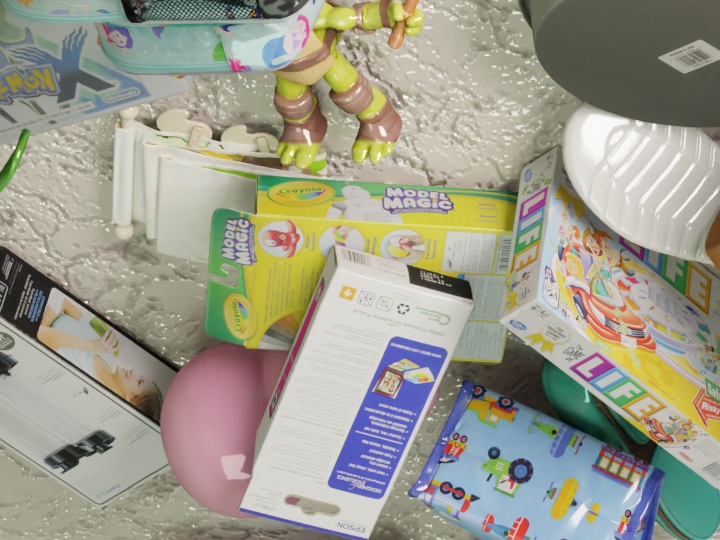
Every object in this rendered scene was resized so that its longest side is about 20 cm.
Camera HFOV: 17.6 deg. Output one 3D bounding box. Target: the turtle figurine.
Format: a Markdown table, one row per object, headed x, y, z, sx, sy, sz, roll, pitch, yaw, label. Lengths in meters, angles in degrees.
| x | y | z | sx | sy | sz | roll | pitch | yaw | label |
| --- | --- | --- | --- | --- | --- | --- | --- | --- | --- |
| -0.045 | -0.130 | 1.402 | 0.200 | 0.065 | 0.161 | -12 | 141 | 12 | turtle figurine |

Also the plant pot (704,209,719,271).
| x | y | z | sx | sy | sz | roll | pitch | yaw | label |
| --- | --- | --- | --- | --- | --- | --- | --- | --- | --- |
| 0.296 | -0.025 | 1.361 | 0.140 | 0.200 | 0.200 | 35 | 135 | -1 | plant pot |

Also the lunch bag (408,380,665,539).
| x | y | z | sx | sy | sz | roll | pitch | yaw | label |
| --- | --- | --- | --- | --- | --- | --- | --- | --- | --- |
| 0.129 | 0.171 | 1.637 | 0.150 | 0.094 | 0.200 | 25 | 167 | 15 | lunch bag |

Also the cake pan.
| x | y | z | sx | sy | sz | roll | pitch | yaw | label |
| --- | --- | --- | --- | --- | --- | --- | --- | --- | --- |
| 0.186 | -0.138 | 1.319 | 0.200 | 0.037 | 0.200 | 7 | 156 | 3 | cake pan |

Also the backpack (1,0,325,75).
| x | y | z | sx | sy | sz | roll | pitch | yaw | label |
| --- | --- | --- | --- | --- | --- | --- | --- | --- | --- |
| -0.105 | -0.198 | 1.263 | 0.199 | 0.178 | 0.151 | 3 | 132 | 15 | backpack |

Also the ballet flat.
| x | y | z | sx | sy | sz | roll | pitch | yaw | label |
| --- | --- | --- | --- | --- | --- | --- | --- | --- | --- |
| 0.186 | 0.116 | 1.624 | 0.070 | 0.067 | 0.200 | 5 | 143 | 44 | ballet flat |

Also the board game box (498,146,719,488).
| x | y | z | sx | sy | sz | roll | pitch | yaw | label |
| --- | --- | --- | --- | --- | --- | --- | --- | --- | --- |
| 0.175 | 0.030 | 1.472 | 0.200 | 0.135 | 0.034 | 37 | 132 | -25 | board game box |

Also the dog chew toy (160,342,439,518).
| x | y | z | sx | sy | sz | roll | pitch | yaw | label |
| --- | --- | --- | --- | --- | --- | --- | --- | --- | --- |
| -0.036 | 0.092 | 1.600 | 0.200 | 0.125 | 0.125 | -23 | 129 | 15 | dog chew toy |

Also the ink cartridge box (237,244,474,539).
| x | y | z | sx | sy | sz | roll | pitch | yaw | label |
| --- | --- | --- | --- | --- | --- | --- | --- | --- | --- |
| -0.006 | 0.083 | 1.512 | 0.094 | 0.037 | 0.200 | 15 | 117 | -14 | ink cartridge box |

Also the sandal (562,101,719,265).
| x | y | z | sx | sy | sz | roll | pitch | yaw | label |
| --- | --- | --- | --- | --- | --- | --- | --- | --- | --- |
| 0.207 | -0.043 | 1.446 | 0.202 | 0.083 | 0.050 | 26 | 178 | -17 | sandal |

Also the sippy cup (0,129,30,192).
| x | y | z | sx | sy | sz | roll | pitch | yaw | label |
| --- | --- | --- | --- | --- | --- | --- | --- | --- | --- |
| -0.291 | -0.115 | 1.402 | 0.178 | 0.140 | 0.130 | 7 | 136 | -44 | sippy cup |

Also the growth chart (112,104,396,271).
| x | y | z | sx | sy | sz | roll | pitch | yaw | label |
| --- | --- | --- | --- | --- | --- | --- | --- | --- | --- |
| -0.073 | -0.043 | 1.535 | 0.200 | 0.018 | 0.145 | 16 | 137 | -5 | growth chart |

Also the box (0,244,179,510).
| x | y | z | sx | sy | sz | roll | pitch | yaw | label |
| --- | --- | --- | --- | --- | --- | --- | --- | --- | --- |
| -0.221 | 0.080 | 1.666 | 0.200 | 0.060 | 0.117 | 37 | 132 | -24 | box |

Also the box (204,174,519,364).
| x | y | z | sx | sy | sz | roll | pitch | yaw | label |
| --- | --- | --- | --- | --- | --- | --- | --- | --- | --- |
| 0.000 | 0.000 | 1.513 | 0.199 | 0.048 | 0.118 | 3 | 129 | -6 | box |

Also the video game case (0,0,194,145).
| x | y | z | sx | sy | sz | roll | pitch | yaw | label |
| --- | --- | --- | --- | --- | --- | --- | --- | --- | --- |
| -0.231 | -0.157 | 1.445 | 0.200 | 0.022 | 0.182 | -13 | 132 | 25 | video game case |
